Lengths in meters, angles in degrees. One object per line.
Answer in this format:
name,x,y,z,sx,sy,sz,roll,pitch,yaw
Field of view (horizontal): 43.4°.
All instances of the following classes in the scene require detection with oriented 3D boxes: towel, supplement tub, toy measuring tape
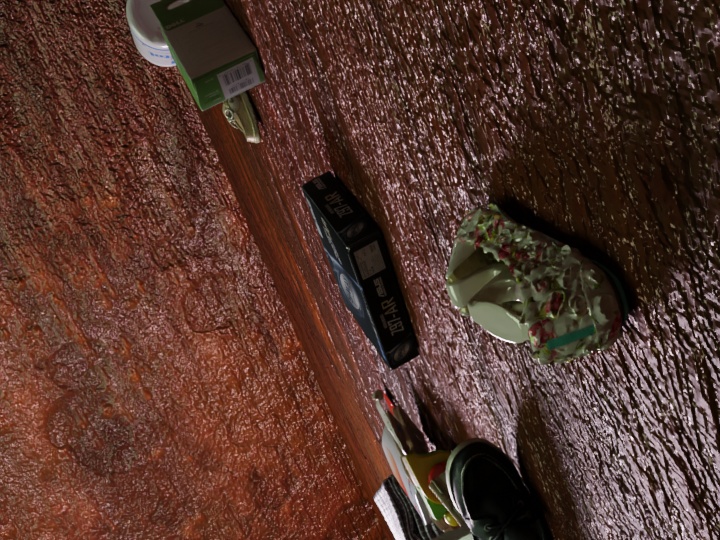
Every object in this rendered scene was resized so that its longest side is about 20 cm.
towel,0.101,0.504,1.822,0.202,0.084,0.166,61,170,19
supplement tub,-0.368,-0.464,1.694,0.134,0.130,0.200,64,172,-6
toy measuring tape,0.088,0.236,1.182,0.203,0.073,0.074,62,171,6

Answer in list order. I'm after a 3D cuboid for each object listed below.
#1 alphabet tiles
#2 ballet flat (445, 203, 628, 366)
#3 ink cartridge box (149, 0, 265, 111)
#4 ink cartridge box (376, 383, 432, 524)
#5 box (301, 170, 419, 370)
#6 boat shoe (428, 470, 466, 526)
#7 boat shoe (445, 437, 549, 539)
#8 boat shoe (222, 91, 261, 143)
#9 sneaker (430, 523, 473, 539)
alphabet tiles,0.095,0.290,1.299,0.196,0.014,0.202,54,-170,-41
ballet flat,0.087,0.005,0.551,0.077,0.063,0.200,65,172,-15
ink cartridge box,-0.223,-0.329,1.309,0.201,0.102,0.060,57,169,37
ink cartridge box,0.073,0.321,1.581,0.203,0.049,0.162,65,172,-27
box,0.000,0.000,1.115,0.161,0.043,0.202,53,166,50
boat shoe,0.150,0.332,1.108,0.203,0.062,0.073,64,171,-1
boat shoe,0.144,0.250,0.877,0.066,0.073,0.202,42,157,61
boat shoe,-0.233,-0.303,1.568,0.204,0.062,0.073,63,171,7
sneaker,0.126,0.359,1.041,0.115,0.072,0.200,54,132,5
